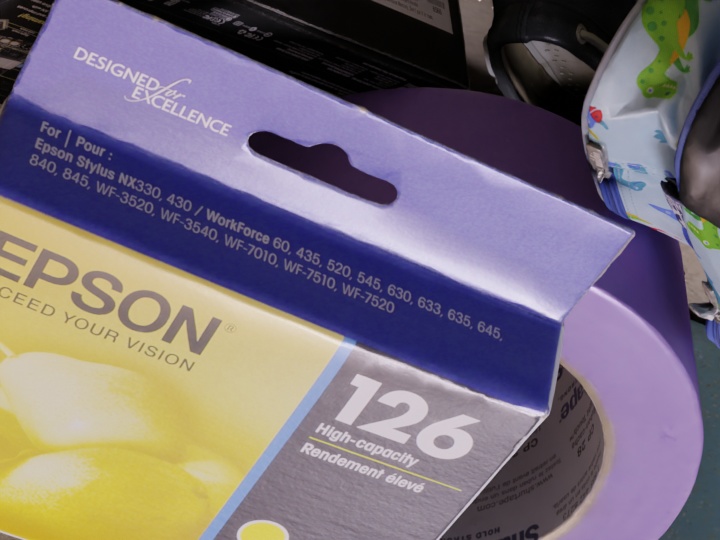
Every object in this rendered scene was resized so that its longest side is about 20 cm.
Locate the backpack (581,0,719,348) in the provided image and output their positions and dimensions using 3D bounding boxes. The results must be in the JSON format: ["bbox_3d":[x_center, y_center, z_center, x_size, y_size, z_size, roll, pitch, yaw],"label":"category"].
[{"bbox_3d":[0.169,-0.050,0.721,0.147,0.183,0.200,31,166,24],"label":"backpack"}]

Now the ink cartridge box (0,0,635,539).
[{"bbox_3d":[-0.046,0.028,0.715,0.198,0.047,0.200,22,132,-15],"label":"ink cartridge box"}]

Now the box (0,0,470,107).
[{"bbox_3d":[-0.085,-0.097,0.770,0.164,0.086,0.200,-19,160,33],"label":"box"}]

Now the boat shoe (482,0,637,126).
[{"bbox_3d":[0.095,-0.061,0.869,0.076,0.060,0.200,-2,150,31],"label":"boat shoe"}]

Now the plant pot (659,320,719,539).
[{"bbox_3d":[0.121,0.127,1.107,0.200,0.196,0.196,-7,149,16],"label":"plant pot"}]

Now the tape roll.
[{"bbox_3d":[0.022,0.036,0.808,0.200,0.085,0.200,1,134,1],"label":"tape roll"}]
